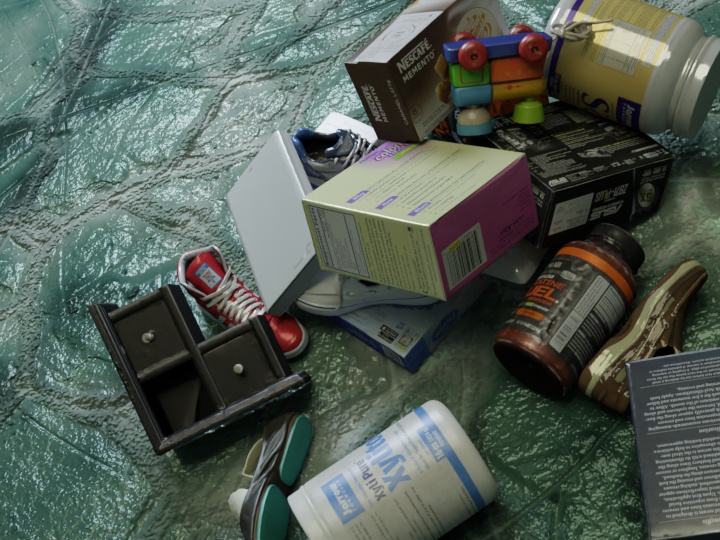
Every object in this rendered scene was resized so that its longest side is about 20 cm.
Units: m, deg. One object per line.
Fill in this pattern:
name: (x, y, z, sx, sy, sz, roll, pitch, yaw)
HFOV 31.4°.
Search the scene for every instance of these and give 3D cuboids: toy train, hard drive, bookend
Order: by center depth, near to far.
toy train: (0.200, -0.223, 1.492, 0.199, 0.116, 0.085, -7, 20, -3)
bookend: (-0.193, 0.090, 1.559, 0.199, 0.092, 0.200, -25, 87, 2)
hard drive: (-0.104, -0.061, 1.619, 0.132, 0.026, 0.201, -49, 47, 31)

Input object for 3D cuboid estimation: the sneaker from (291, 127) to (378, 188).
sneaker: (-0.007, -0.135, 1.633, 0.199, 0.085, 0.077, 13, 62, 25)

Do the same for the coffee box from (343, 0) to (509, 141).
coffee box: (0.087, -0.259, 1.550, 0.080, 0.115, 0.200, 11, 46, 47)

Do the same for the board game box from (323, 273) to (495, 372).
board game box: (0.053, 0.004, 1.622, 0.200, 0.043, 0.199, 31, 71, 36)

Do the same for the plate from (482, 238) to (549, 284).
plate: (0.154, -0.076, 1.605, 0.199, 0.032, 0.200, 16, 44, 25)

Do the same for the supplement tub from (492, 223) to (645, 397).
supplement tub: (0.247, 0.041, 1.480, 0.107, 0.107, 0.200, 25, 67, 34)

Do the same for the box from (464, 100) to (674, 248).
box: (0.249, -0.125, 1.561, 0.199, 0.086, 0.164, -17, 44, -30)

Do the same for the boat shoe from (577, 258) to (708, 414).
boat shoe: (0.336, 0.080, 1.447, 0.075, 0.075, 0.202, 39, 81, 23)

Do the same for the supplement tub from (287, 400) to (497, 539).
supplement tub: (0.036, 0.245, 1.393, 0.200, 0.132, 0.132, -33, 50, -6)

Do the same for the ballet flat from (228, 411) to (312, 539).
ballet flat: (-0.109, 0.254, 1.492, 0.068, 0.068, 0.201, -9, 42, 27)

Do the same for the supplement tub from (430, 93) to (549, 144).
supplement tub: (0.145, -0.225, 1.684, 0.123, 0.123, 0.200, -47, 41, -16)

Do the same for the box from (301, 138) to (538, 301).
box: (0.068, -0.066, 1.466, 0.199, 0.097, 0.176, 14, 40, 42)

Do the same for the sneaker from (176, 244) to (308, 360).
sneaker: (-0.157, 0.039, 1.633, 0.200, 0.113, 0.071, 27, 69, 34)

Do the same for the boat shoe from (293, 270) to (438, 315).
boat shoe: (0.000, 0.004, 1.557, 0.201, 0.086, 0.075, -2, 54, 21)

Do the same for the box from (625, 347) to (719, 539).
box: (0.339, 0.205, 1.293, 0.106, 0.149, 0.201, -10, 52, 14)

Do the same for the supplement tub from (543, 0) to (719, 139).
supplement tub: (0.328, -0.250, 1.550, 0.199, 0.146, 0.146, 25, 66, 21)

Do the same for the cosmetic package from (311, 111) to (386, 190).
cosmetic package: (-0.054, -0.111, 1.731, 0.101, 0.074, 0.200, 25, 66, 34)
